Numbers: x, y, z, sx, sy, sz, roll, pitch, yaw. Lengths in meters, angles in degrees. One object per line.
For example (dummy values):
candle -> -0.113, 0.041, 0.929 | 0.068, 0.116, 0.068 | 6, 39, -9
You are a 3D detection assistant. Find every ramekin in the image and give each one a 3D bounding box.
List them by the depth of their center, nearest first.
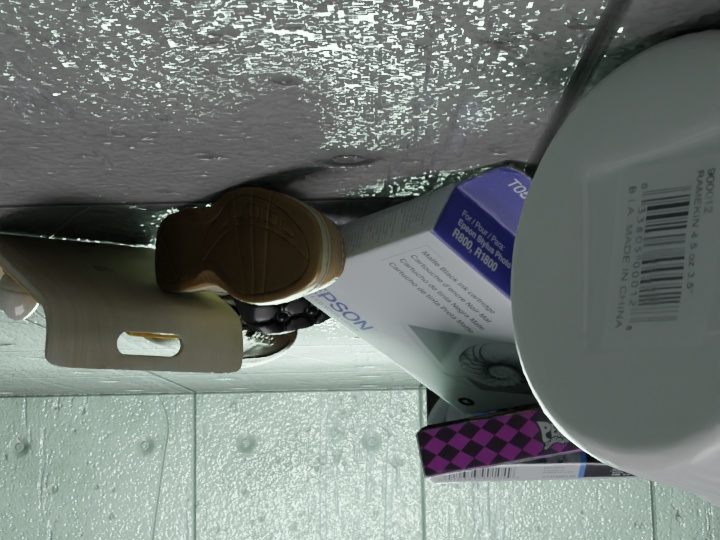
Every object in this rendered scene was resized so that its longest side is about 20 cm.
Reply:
ramekin -> 0.153, -0.001, 0.539 | 0.097, 0.203, 0.200 | 15, 164, -33

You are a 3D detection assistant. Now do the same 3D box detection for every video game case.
video game case -> 0.143, 0.110, 0.913 | 0.198, 0.036, 0.181 | -11, 173, 5

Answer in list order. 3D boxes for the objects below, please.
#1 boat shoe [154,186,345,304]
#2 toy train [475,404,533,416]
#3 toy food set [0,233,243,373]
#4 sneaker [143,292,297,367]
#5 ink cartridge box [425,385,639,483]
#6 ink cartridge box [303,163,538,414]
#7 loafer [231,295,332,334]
boat shoe -> -0.062, -0.014, 0.836 | 0.069, 0.075, 0.199 | 2, -179, -36
toy train -> 0.059, 0.058, 1.027 | 0.200, 0.046, 0.034 | 39, 164, 4
toy food set -> -0.187, 0.027, 0.914 | 0.142, 0.061, 0.200 | 6, -165, -35
sneaker -> -0.122, 0.055, 1.258 | 0.075, 0.071, 0.199 | -10, 168, 42
ink cartridge box -> 0.151, 0.076, 1.083 | 0.196, 0.202, 0.044 | -2, 150, 2
ink cartridge box -> 0.083, 0.023, 0.860 | 0.199, 0.041, 0.199 | 37, 144, -29
loafer -> 0.000, 0.000, 0.977 | 0.199, 0.069, 0.071 | -8, -148, -16
